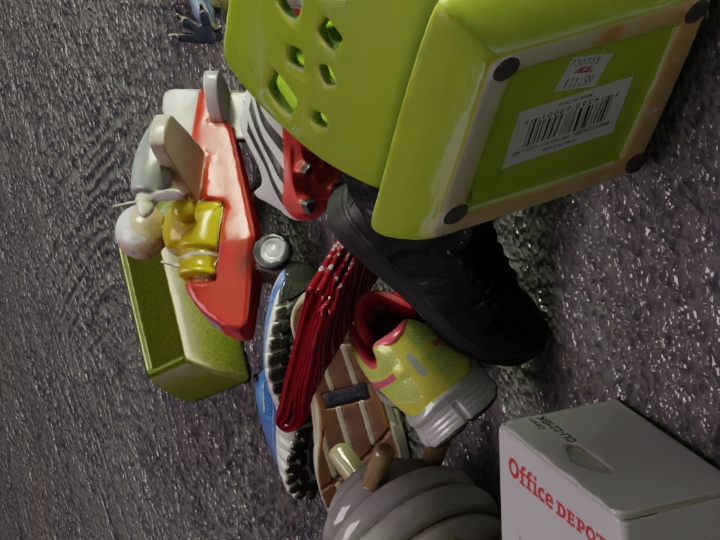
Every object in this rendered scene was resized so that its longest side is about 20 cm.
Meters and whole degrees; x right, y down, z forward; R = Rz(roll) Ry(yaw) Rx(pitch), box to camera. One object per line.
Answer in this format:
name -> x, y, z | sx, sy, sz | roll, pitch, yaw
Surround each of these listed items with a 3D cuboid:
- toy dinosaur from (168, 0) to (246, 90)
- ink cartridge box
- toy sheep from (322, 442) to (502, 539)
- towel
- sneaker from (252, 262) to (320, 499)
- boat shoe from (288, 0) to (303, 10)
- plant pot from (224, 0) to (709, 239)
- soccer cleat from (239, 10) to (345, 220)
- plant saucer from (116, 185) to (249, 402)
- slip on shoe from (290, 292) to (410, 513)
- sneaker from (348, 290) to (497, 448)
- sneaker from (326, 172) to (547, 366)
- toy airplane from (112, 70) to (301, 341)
toy dinosaur -> -0.115, -0.233, 1.588 | 0.182, 0.104, 0.201 | -98, -2, -55
ink cartridge box -> 0.148, 0.193, 1.157 | 0.144, 0.083, 0.201 | -144, 46, -60
toy sheep -> 0.039, 0.186, 1.362 | 0.200, 0.137, 0.138 | 55, 148, 37
towel -> 0.000, 0.000, 1.334 | 0.022, 0.200, 0.145 | 24, 139, 7
sneaker -> -0.055, 0.081, 1.599 | 0.089, 0.078, 0.201 | 44, 140, 50
boat shoe -> -0.008, -0.203, 1.354 | 0.200, 0.075, 0.072 | 35, 130, 57
plant pot -> 0.063, -0.140, 1.064 | 0.182, 0.199, 0.200 | 56, 149, 28
soccer cleat -> -0.060, -0.134, 1.511 | 0.085, 0.068, 0.201 | 17, 123, 46
plant saucer -> -0.177, 0.022, 1.900 | 0.200, 0.048, 0.201 | 155, 103, -67
slip on shoe -> -0.005, 0.104, 1.519 | 0.061, 0.076, 0.201 | -43, -61, -69
sneaker -> 0.029, 0.043, 1.314 | 0.090, 0.078, 0.200 | 48, 177, -15
sneaker -> 0.056, -0.022, 1.207 | 0.104, 0.199, 0.060 | -36, 22, 48
toy airplane -> -0.135, -0.059, 1.633 | 0.199, 0.140, 0.201 | -99, -11, -65
